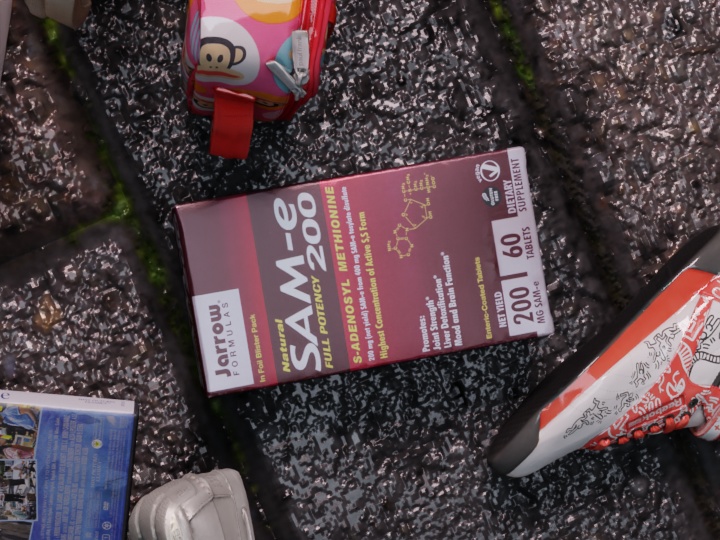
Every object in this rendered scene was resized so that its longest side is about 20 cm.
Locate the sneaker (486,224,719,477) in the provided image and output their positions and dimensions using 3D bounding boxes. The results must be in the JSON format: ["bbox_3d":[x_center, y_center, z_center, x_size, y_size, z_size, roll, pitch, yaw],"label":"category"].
[{"bbox_3d":[0.175,0.077,0.846,0.201,0.067,0.108,-42,93,-10],"label":"sneaker"}]

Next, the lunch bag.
[{"bbox_3d":[-0.056,-0.146,0.746,0.081,0.200,0.178,6,91,-8],"label":"lunch bag"}]

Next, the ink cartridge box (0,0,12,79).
[{"bbox_3d":[-0.294,-0.099,0.764,0.198,0.083,0.148,9,88,-9],"label":"ink cartridge box"}]

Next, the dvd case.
[{"bbox_3d":[-0.223,0.127,0.777,0.198,0.018,0.144,6,112,-9],"label":"dvd case"}]

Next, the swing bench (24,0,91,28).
[{"bbox_3d":[-0.199,-0.227,0.714,0.197,0.130,0.201,25,47,-7],"label":"swing bench"}]

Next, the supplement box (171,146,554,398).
[{"bbox_3d":[0.000,0.000,0.822,0.198,0.061,0.110,-10,91,-9],"label":"supplement box"}]

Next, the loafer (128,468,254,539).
[{"bbox_3d":[-0.071,0.208,0.802,0.069,0.070,0.202,-18,105,-37],"label":"loafer"}]
